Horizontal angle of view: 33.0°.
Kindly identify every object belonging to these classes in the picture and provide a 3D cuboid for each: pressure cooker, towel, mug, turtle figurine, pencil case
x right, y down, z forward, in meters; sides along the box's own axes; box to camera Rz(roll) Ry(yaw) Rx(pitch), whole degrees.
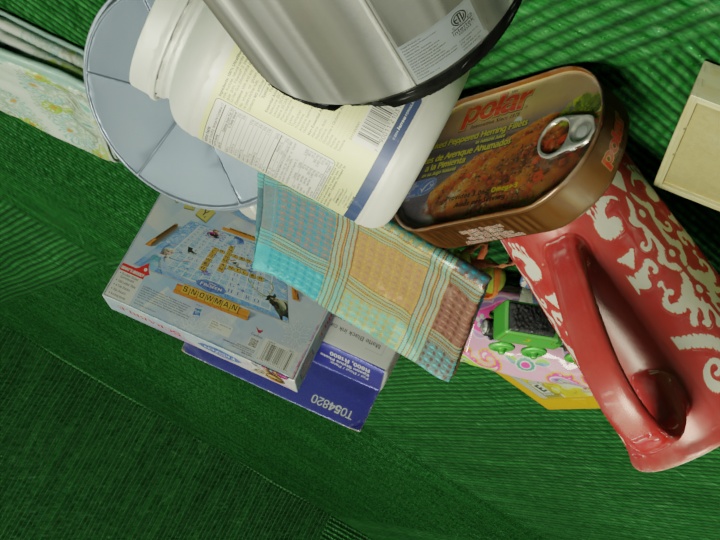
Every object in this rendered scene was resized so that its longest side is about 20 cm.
[{"bbox_3d":[-0.016,-0.196,0.588,0.178,0.176,0.200,11,160,29],"label":"pressure cooker"},{"bbox_3d":[0.000,0.000,0.958,0.200,0.022,0.147,31,146,13],"label":"towel"},{"bbox_3d":[0.196,0.024,0.845,0.200,0.133,0.178,56,-176,-1],"label":"mug"},{"bbox_3d":[-0.328,-0.189,1.218,0.200,0.048,0.171,26,160,3],"label":"towel"},{"bbox_3d":[0.059,0.010,1.068,0.161,0.065,0.200,-2,-177,-1],"label":"turtle figurine"},{"bbox_3d":[0.156,0.062,1.140,0.199,0.088,0.087,11,158,15],"label":"pencil case"}]

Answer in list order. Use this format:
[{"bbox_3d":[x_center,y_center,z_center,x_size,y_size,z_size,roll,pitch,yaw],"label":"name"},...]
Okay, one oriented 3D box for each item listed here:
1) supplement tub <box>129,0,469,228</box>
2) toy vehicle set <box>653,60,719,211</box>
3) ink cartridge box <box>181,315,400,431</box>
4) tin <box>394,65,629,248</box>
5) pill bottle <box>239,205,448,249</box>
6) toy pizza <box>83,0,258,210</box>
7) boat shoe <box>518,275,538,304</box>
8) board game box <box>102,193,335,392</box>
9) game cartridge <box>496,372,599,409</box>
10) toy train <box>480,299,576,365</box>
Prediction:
[{"bbox_3d":[-0.040,-0.133,0.829,0.200,0.145,0.145,28,161,-3],"label":"supplement tub"},{"bbox_3d":[0.295,-0.055,0.772,0.200,0.027,0.124,23,161,10],"label":"toy vehicle set"},{"bbox_3d":[-0.045,0.024,1.164,0.199,0.200,0.041,23,161,10],"label":"ink cartridge box"},{"bbox_3d":[0.100,-0.075,0.840,0.042,0.112,0.200,27,159,-32],"label":"tin"},{"bbox_3d":[-0.015,-0.071,1.013,0.200,0.109,0.109,9,154,40],"label":"pill bottle"},{"bbox_3d":[-0.128,-0.141,0.968,0.200,0.032,0.201,11,124,16],"label":"toy pizza"},{"bbox_3d":[0.176,-0.004,1.014,0.072,0.072,0.200,18,170,11],"label":"boat shoe"},{"bbox_3d":[-0.105,-0.017,1.137,0.200,0.200,0.041,24,161,11],"label":"board game box"},{"bbox_3d":[0.180,0.086,1.287,0.200,0.033,0.176,33,160,-19],"label":"game cartridge"},{"bbox_3d":[0.198,0.057,1.020,0.199,0.042,0.056,9,158,-16],"label":"toy train"}]
